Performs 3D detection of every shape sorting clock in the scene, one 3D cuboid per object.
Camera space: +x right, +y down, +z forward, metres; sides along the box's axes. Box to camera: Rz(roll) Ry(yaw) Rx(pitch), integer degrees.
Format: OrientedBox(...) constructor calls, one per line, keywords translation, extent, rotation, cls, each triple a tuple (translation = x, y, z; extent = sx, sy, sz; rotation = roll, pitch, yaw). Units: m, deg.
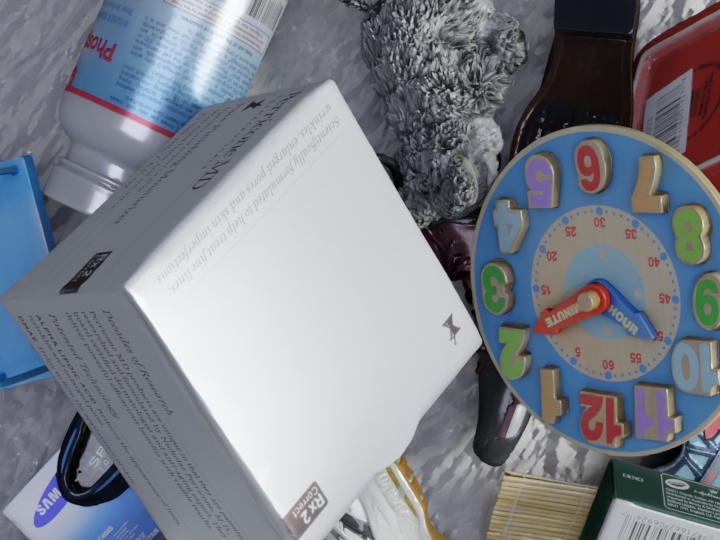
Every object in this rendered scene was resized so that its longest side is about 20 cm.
OrientedBox(translation=(0.145, 0.014, 1.079), extent=(0.199, 0.039, 0.202), rotation=(15, 115, 37), cls="shape sorting clock")

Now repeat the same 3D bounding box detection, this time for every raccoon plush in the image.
OrientedBox(translation=(0.016, -0.114, 1.150), extent=(0.198, 0.097, 0.135), rotation=(26, 62, -5), cls="raccoon plush")

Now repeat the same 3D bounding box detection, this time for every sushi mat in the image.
OrientedBox(translation=(0.182, 0.185, 1.199), extent=(0.198, 0.012, 0.096), rotation=(10, 126, 0), cls="sushi mat")

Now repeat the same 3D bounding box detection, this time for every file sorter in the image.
OrientedBox(translation=(-0.299, 0.023, 1.122), extent=(0.198, 0.123, 0.140), rotation=(-15, 91, 18), cls="file sorter")

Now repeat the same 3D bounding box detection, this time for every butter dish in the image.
OrientedBox(translation=(0.257, -0.071, 1.133), extent=(0.147, 0.199, 0.202), rotation=(30, 59, -24), cls="butter dish")

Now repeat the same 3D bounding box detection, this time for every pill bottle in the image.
OrientedBox(translation=(-0.127, -0.125, 1.161), extent=(0.108, 0.109, 0.202), rotation=(24, 89, -2), cls="pill bottle")

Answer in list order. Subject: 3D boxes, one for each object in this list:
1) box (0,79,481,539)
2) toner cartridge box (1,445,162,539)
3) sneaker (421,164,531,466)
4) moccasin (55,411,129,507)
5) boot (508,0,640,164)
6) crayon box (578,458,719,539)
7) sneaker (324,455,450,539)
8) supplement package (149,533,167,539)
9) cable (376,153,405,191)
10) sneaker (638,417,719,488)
OrientedBox(translation=(-0.064, 0.030, 1.057), extent=(0.199, 0.130, 0.201), rotation=(-47, 117, -35), cls="box")
OrientedBox(translation=(-0.134, 0.117, 1.196), extent=(0.095, 0.043, 0.200), rotation=(43, 89, 0), cls="toner cartridge box")
OrientedBox(translation=(0.076, 0.021, 1.196), extent=(0.114, 0.076, 0.202), rotation=(17, 80, 2), cls="sneaker")
OrientedBox(translation=(-0.126, 0.064, 1.141), extent=(0.080, 0.068, 0.202), rotation=(25, 89, -1), cls="moccasin")
OrientedBox(translation=(0.146, -0.101, 1.171), extent=(0.074, 0.097, 0.202), rotation=(14, 87, 14), cls="boot")
OrientedBox(translation=(0.192, 0.230, 1.180), extent=(0.124, 0.052, 0.202), rotation=(16, 117, -3), cls="crayon box")
OrientedBox(translation=(0.023, 0.207, 1.200), extent=(0.087, 0.076, 0.201), rotation=(-30, 89, 14), cls="sneaker")
OrientedBox(translation=(-0.184, 0.283, 1.091), extent=(0.199, 0.191, 0.148), rotation=(-26, 94, 25), cls="supplement package")
OrientedBox(translation=(0.000, 0.000, 1.207), extent=(0.096, 0.050, 0.202), rotation=(-17, 101, 4), cls="cable")
OrientedBox(translation=(0.232, 0.065, 1.194), extent=(0.094, 0.079, 0.202), rotation=(11, 90, 0), cls="sneaker")
